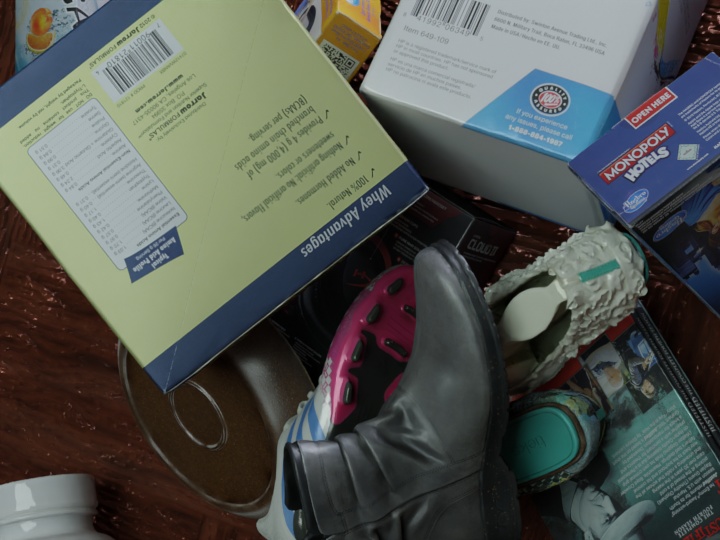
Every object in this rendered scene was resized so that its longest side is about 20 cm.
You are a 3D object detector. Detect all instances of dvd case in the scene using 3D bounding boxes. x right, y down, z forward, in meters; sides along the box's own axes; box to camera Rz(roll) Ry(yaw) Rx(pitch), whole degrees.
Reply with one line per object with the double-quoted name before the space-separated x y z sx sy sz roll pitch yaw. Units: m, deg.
"dvd case" 0.153 0.103 1.046 0.146 0.022 0.200 -47 61 38

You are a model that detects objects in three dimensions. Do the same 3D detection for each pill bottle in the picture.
"pill bottle" -0.222 0.254 1.205 0.111 0.111 0.200 -16 77 26

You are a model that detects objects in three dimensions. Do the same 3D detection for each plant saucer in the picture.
"plant saucer" -0.104 0.094 1.144 0.200 0.032 0.201 27 134 32

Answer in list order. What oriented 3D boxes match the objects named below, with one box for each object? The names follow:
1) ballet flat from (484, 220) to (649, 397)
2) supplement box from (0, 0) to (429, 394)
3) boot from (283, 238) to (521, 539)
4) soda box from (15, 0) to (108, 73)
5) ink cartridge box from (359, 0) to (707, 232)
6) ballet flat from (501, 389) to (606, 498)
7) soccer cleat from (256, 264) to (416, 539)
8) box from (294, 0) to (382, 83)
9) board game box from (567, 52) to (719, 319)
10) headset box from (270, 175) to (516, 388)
"ballet flat" 0.098 0.030 0.989 0.072 0.072 0.200 69 153 18
"supplement box" -0.097 -0.065 1.007 0.200 0.134 0.200 -38 91 0
"boot" 0.017 0.090 0.952 0.131 0.070 0.200 -12 104 -10
"soda box" -0.226 -0.218 1.293 0.063 0.068 0.200 -8 78 28
"ink cartridge box" 0.118 -0.151 1.019 0.146 0.146 0.200 21 80 19
"ballet flat" 0.073 0.125 1.056 0.200 0.074 0.074 -21 74 33
"soccer cleat" -0.014 0.087 1.050 0.086 0.070 0.200 -2 63 57
"box" -0.057 -0.116 1.153 0.200 0.041 0.119 -50 19 23
"board game box" 0.237 -0.051 0.970 0.200 0.200 0.062 -37 54 -4
"headset box" 0.000 0.000 1.138 0.149 0.075 0.200 34 100 28
